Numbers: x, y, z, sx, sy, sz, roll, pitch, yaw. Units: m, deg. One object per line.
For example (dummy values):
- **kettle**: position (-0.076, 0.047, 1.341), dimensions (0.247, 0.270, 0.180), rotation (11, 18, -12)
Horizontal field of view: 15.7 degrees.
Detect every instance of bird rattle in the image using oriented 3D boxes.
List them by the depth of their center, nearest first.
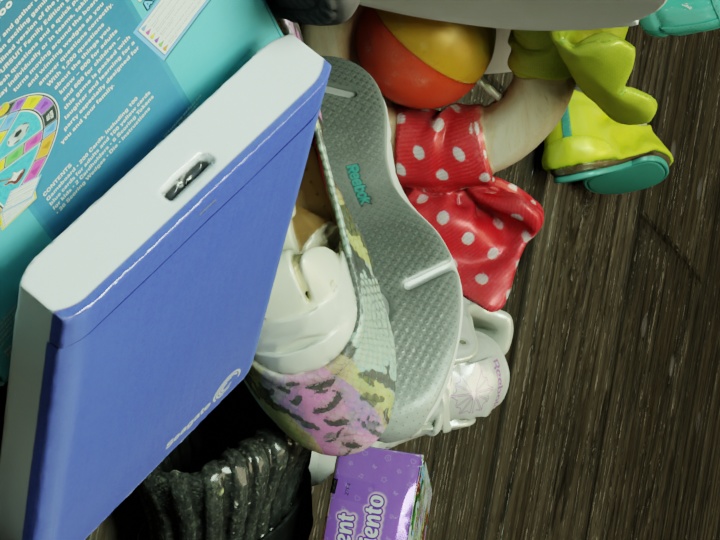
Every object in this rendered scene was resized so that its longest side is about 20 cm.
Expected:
- **bird rattle**: position (0.047, -0.091, 1.206), dimensions (0.200, 0.163, 0.113), rotation (-46, -171, 36)

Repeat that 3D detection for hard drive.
- **hard drive**: position (-0.072, 0.019, 0.902), dimensions (0.132, 0.025, 0.200), rotation (-45, 166, -29)

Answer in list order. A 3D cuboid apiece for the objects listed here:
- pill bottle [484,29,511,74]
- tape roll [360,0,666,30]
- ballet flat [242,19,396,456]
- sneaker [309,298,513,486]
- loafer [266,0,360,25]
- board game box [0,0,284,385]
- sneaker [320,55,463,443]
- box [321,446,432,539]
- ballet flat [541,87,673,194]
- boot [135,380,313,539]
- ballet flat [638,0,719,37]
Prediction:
- **pill bottle**: position (0.056, -0.203, 1.240), dimensions (0.114, 0.113, 0.201), rotation (-54, 147, -57)
- **tape roll**: position (0.037, -0.191, 1.040), dimensions (0.203, 0.202, 0.140), rotation (34, 65, -71)
- **ballet flat**: position (-0.035, -0.023, 1.029), dimensions (0.071, 0.069, 0.201), rotation (44, 33, -86)
- **sneaker**: position (0.014, 0.048, 1.249), dimensions (0.200, 0.099, 0.075), rotation (-45, 142, -60)
- **loafer**: position (-0.030, -0.128, 0.904), dimensions (0.071, 0.200, 0.073), rotation (-45, 117, -10)
- **board game box**: position (-0.107, -0.071, 0.792), dimensions (0.151, 0.047, 0.200), rotation (-49, 154, -12)
- **sneaker**: position (0.000, 0.000, 1.136), dimensions (0.080, 0.070, 0.201), rotation (91, -11, -49)
- **box**: position (0.002, 0.155, 1.154), dimensions (0.200, 0.039, 0.138), rotation (75, 24, -80)
- **ballet flat**: position (0.163, -0.090, 1.735), dimensions (0.200, 0.066, 0.067), rotation (2, 75, -71)
- **boot**: position (-0.065, 0.149, 1.067), dimensions (0.212, 0.079, 0.158), rotation (-76, 172, -53)
- **ballet flat**: position (0.116, -0.184, 1.140), dimensions (0.067, 0.070, 0.201), rotation (50, 20, -56)
